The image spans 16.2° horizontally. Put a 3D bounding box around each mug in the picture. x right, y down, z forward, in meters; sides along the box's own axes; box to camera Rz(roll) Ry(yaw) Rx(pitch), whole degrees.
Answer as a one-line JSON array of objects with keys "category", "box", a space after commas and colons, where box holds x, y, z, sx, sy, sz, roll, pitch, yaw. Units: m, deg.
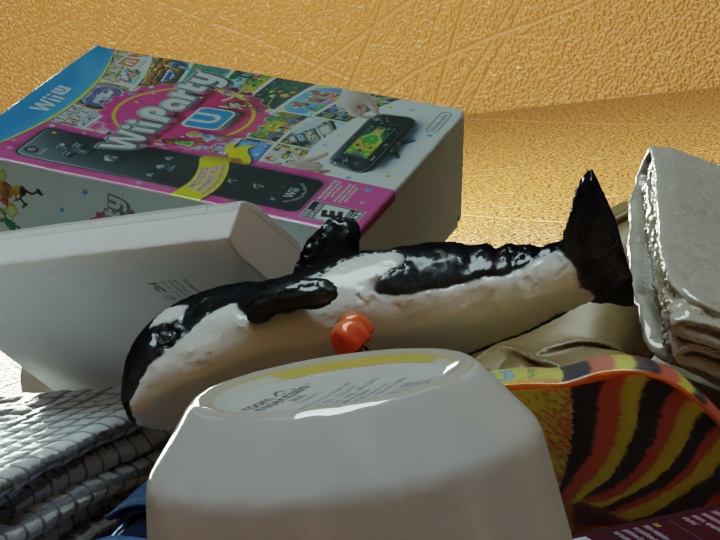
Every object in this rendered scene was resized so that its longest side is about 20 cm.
[{"category": "mug", "box": [-0.003, 0.104, 0.743, 0.148, 0.155, 0.186, -11, 9, -16]}]

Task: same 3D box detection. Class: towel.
[{"category": "towel", "box": [0.172, 0.012, 1.018, 0.132, 0.035, 0.200, 23, 22, -3]}, {"category": "towel", "box": [-0.173, 0.114, 1.082, 0.164, 0.086, 0.200, -5, 11, 29]}]

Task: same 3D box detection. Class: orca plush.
[{"category": "orca plush", "box": [0.000, 0.000, 0.974, 0.199, 0.072, 0.105, -25, -33, 17]}]

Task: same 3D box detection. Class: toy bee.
[{"category": "toy bee", "box": [0.034, 0.062, 0.912, 0.199, 0.110, 0.131, -20, 7, -16]}]

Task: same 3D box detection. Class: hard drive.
[{"category": "hard drive", "box": [-0.084, 0.022, 1.099, 0.199, 0.026, 0.132, -5, -35, 42]}]

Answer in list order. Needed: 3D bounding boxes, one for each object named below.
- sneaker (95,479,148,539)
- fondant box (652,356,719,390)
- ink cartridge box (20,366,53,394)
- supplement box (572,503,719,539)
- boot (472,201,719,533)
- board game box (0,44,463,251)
[{"category": "sneaker", "box": [-0.075, 0.115, 0.978, 0.074, 0.083, 0.199, 2, 14, 39]}, {"category": "fondant box", "box": [0.209, 0.063, 1.131, 0.144, 0.059, 0.199, -16, 13, -39]}, {"category": "ink cartridge box", "box": [-0.047, 0.066, 1.261, 0.199, 0.084, 0.146, -4, 10, 26]}, {"category": "supplement box", "box": [0.160, 0.112, 0.845, 0.198, 0.061, 0.109, -11, 9, -10]}, {"category": "boot", "box": [0.132, 0.054, 1.039, 0.175, 0.066, 0.200, -41, 32, -18]}, {"category": "board game box", "box": [-0.068, -0.038, 1.186, 0.198, 0.065, 0.148, 11, 28, 19]}]
